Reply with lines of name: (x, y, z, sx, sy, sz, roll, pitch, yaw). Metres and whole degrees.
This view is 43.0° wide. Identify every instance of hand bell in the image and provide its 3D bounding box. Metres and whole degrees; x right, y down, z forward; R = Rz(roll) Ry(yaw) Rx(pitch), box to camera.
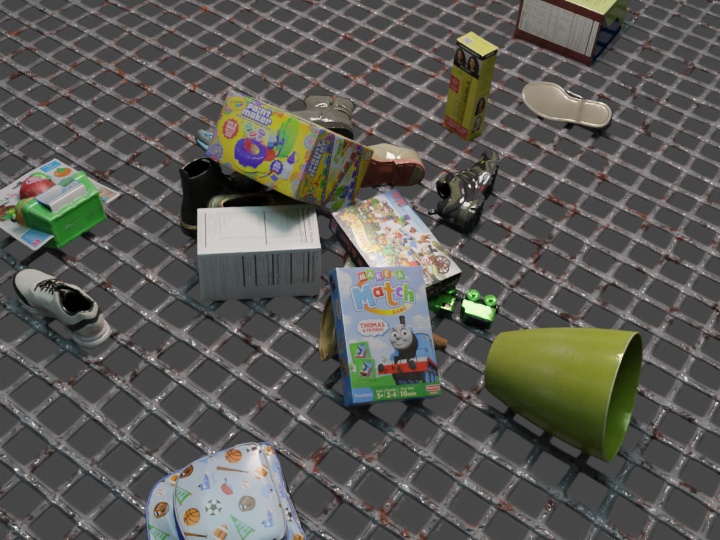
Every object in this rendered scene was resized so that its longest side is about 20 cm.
hand bell: (0.041, 0.102, 1.438, 0.197, 0.105, 0.105, 8, 44, -14)

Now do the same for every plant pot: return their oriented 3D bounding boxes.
plant pot: (0.290, 0.161, 1.342, 0.198, 0.189, 0.188, 13, 44, 28)

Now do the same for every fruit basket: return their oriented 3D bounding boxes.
fruit basket: (-0.547, -0.126, 1.585, 0.199, 0.095, 0.185, 31, 51, 27)

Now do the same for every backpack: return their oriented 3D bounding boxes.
backpack: (-0.174, 0.322, 1.156, 0.188, 0.155, 0.201, -19, 53, -8)

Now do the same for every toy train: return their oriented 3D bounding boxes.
toy train: (0.133, 0.048, 1.514, 0.197, 0.042, 0.057, 16, 57, 10)

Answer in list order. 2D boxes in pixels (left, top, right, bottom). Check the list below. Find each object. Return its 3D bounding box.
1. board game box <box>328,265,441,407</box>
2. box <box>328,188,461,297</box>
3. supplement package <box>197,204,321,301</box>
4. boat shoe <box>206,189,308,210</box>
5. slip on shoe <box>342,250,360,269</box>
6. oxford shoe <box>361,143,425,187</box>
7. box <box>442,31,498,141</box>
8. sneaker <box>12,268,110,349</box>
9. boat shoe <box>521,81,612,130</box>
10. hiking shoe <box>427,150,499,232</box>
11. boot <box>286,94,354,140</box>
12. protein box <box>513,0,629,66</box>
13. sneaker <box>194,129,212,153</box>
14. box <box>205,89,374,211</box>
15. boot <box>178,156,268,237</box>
board game box: (0.036, 0.096, 1.375, 0.149, 0.037, 0.203, -2, 74, -26)
box: (0.055, -0.036, 1.508, 0.135, 0.038, 0.201, -22, 59, -26)
supplement package: (-0.167, -0.030, 1.511, 0.197, 0.111, 0.115, -2, 45, -7)
boat shoe: (-0.162, -0.106, 1.580, 0.198, 0.076, 0.073, -9, 87, -32)
slip on shoe: (0.000, 0.000, 1.533, 0.073, 0.062, 0.202, 8, 50, -7)
oxford shoe: (0.021, -0.203, 1.729, 0.197, 0.071, 0.074, 6, 40, -13)
box: (0.214, -0.358, 1.795, 0.050, 0.202, 0.075, -31, 56, -31)
sneaker: (-0.473, 0.041, 1.441, 0.198, 0.081, 0.074, 27, 51, 22)
boat shoe: (0.431, -0.337, 1.908, 0.198, 0.074, 0.063, 23, 5, 24)
hiking shoe: (0.194, -0.164, 1.695, 0.099, 0.076, 0.201, 20, 49, 10)
boot: (-0.107, -0.303, 1.819, 0.197, 0.068, 0.132, 6, 41, -10)
protein box: (0.489, -0.604, 2.099, 0.198, 0.136, 0.199, 28, 51, 20)
sneaker: (-0.210, -0.250, 1.719, 0.197, 0.097, 0.079, 12, 14, 0)
box: (-0.118, -0.200, 1.554, 0.198, 0.123, 0.192, 27, 8, 27)
boot: (-0.236, -0.160, 1.611, 0.077, 0.140, 0.200, 28, 49, 22)
